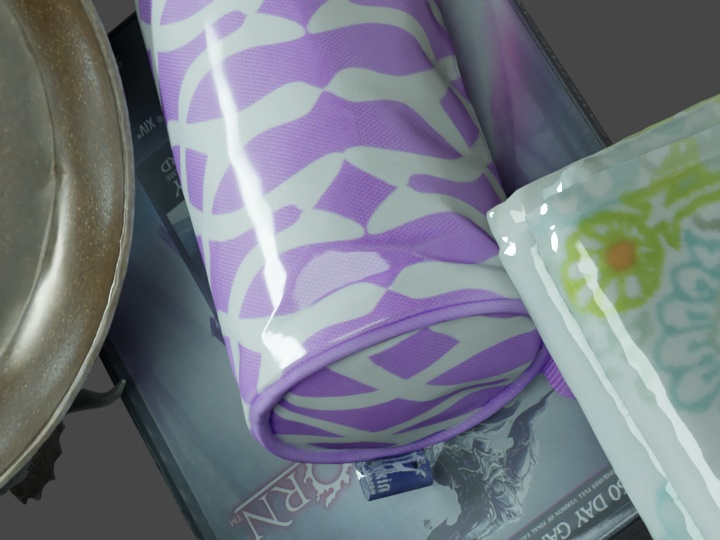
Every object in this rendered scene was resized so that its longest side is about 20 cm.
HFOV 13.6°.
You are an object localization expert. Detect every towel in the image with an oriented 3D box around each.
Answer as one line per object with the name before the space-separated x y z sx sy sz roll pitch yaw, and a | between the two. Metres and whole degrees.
towel | 0.142 0.036 0.674 0.171 0.048 0.201 -25 78 -24

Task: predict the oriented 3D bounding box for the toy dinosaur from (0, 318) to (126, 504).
toy dinosaur | -0.151 0.032 0.820 0.200 0.077 0.103 31 82 32

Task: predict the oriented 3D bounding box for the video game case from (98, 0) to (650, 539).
video game case | 0.000 0.000 0.762 0.143 0.019 0.201 -38 62 14

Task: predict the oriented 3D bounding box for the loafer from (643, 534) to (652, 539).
loafer | 0.016 0.147 0.760 0.075 0.070 0.201 30 87 42

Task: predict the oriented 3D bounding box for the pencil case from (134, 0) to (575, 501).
pencil case | -0.008 -0.052 0.724 0.085 0.084 0.201 -13 69 -10

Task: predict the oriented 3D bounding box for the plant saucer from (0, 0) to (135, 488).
plant saucer | -0.154 -0.023 0.726 0.199 0.032 0.201 -1 101 -3
